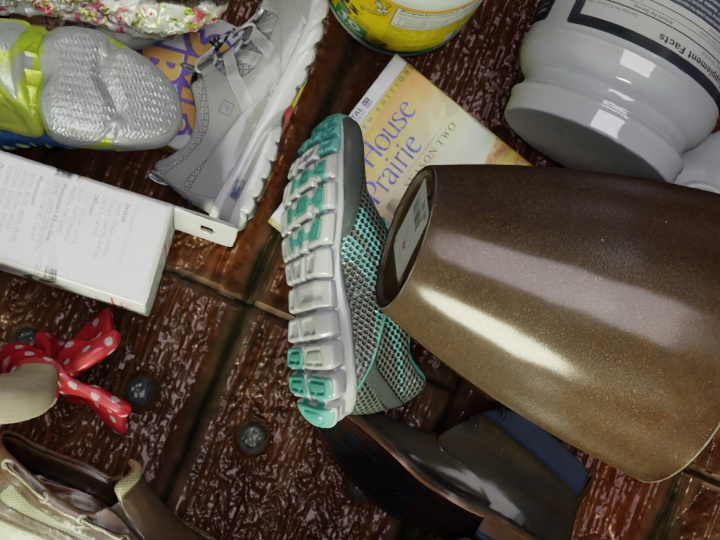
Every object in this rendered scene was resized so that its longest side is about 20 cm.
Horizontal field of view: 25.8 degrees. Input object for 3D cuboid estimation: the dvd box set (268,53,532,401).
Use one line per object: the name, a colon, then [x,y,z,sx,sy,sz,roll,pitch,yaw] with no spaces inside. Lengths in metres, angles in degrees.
dvd box set: [0.057,-0.030,1.077,0.199,0.029,0.147,39,82,-3]

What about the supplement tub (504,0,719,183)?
supplement tub: [0.192,-0.167,1.049,0.139,0.140,0.202,27,83,-4]

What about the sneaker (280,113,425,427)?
sneaker: [0.000,0.000,1.027,0.090,0.077,0.203,1,86,-28]

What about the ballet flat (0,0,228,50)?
ballet flat: [-0.186,-0.174,1.025,0.197,0.076,0.065,12,114,-1]

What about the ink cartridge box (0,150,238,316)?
ink cartridge box: [-0.183,-0.022,1.005,0.198,0.116,0.068,18,83,-5]

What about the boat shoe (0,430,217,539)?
boat shoe: [-0.153,0.161,1.001,0.200,0.075,0.075,21,110,-11]

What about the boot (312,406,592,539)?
boot: [0.062,0.126,1.060,0.199,0.075,0.097,38,57,7]

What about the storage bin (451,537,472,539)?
storage bin: [0.031,0.275,1.008,0.133,0.145,0.202,-21,87,-35]

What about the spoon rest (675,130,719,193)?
spoon rest: [0.264,-0.070,1.100,0.099,0.061,0.200,42,95,0]

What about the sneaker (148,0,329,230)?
sneaker: [-0.075,-0.132,1.022,0.081,0.075,0.202,21,81,-5]

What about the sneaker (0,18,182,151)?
sneaker: [-0.214,-0.113,1.017,0.197,0.105,0.077,16,72,-6]

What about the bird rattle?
bird rattle: [-0.243,0.069,0.977,0.198,0.163,0.114,19,102,4]

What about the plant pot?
plant pot: [0.117,0.010,0.974,0.198,0.187,0.189,20,83,-13]

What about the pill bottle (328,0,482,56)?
pill bottle: [0.038,-0.212,1.004,0.111,0.200,0.114,1,86,-7]

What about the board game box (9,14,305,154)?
board game box: [-0.141,-0.139,1.066,0.198,0.030,0.096,26,83,-7]
